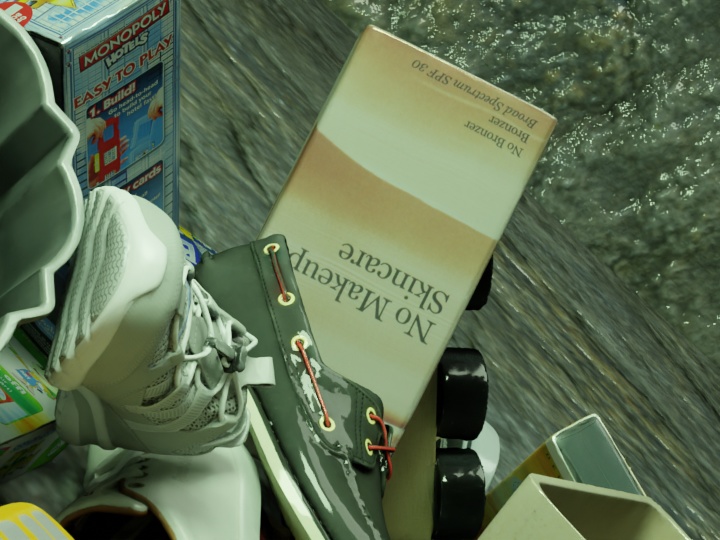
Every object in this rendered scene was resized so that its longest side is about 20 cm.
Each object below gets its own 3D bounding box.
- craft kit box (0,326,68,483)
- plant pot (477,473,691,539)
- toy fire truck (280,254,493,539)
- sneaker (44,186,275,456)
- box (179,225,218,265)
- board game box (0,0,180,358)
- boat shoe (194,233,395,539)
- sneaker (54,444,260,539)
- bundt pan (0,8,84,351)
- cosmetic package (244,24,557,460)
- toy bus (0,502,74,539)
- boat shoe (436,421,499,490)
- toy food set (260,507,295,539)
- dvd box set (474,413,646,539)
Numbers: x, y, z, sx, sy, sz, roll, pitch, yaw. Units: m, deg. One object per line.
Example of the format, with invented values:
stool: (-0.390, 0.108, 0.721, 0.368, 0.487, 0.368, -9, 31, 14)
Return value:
craft kit box: (-0.205, 0.005, 1.094, 0.200, 0.049, 0.198, 45, 12, 5)
plant pot: (0.092, 0.212, 1.029, 0.200, 0.177, 0.200, 48, 10, 18)
toy fire truck: (0.008, 0.051, 1.429, 0.129, 0.176, 0.200, 1, 1, -15)
sneaker: (-0.069, 0.022, 1.027, 0.082, 0.075, 0.200, 12, -15, -1)
box: (-0.135, -0.007, 1.347, 0.200, 0.070, 0.064, 37, 11, -37)
board game box: (-0.142, -0.083, 1.099, 0.200, 0.062, 0.200, 47, -30, 13)
boat shoe: (-0.017, 0.070, 1.161, 0.074, 0.063, 0.201, 78, -14, -60)
sneaker: (-0.087, 0.095, 1.104, 0.085, 0.073, 0.200, 41, 11, -30)
bundt pan: (-0.202, -0.032, 0.960, 0.202, 0.076, 0.202, 18, 53, -25)
cosmetic package: (0.000, 0.000, 1.273, 0.103, 0.200, 0.087, 25, -4, -2)
toy bus: (-0.119, 0.124, 0.878, 0.078, 0.065, 0.200, 44, 10, 7)
boat shoe: (0.021, 0.094, 1.608, 0.071, 0.072, 0.200, 32, 2, -19)
toy food set: (-0.015, 0.155, 1.220, 0.200, 0.049, 0.198, 36, 13, -38)
dvd box set: (0.110, 0.164, 1.355, 0.146, 0.029, 0.200, 60, -22, 10)
